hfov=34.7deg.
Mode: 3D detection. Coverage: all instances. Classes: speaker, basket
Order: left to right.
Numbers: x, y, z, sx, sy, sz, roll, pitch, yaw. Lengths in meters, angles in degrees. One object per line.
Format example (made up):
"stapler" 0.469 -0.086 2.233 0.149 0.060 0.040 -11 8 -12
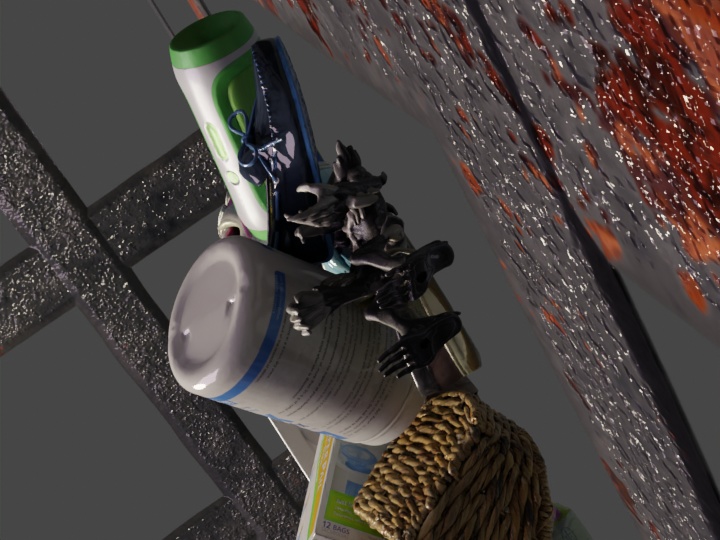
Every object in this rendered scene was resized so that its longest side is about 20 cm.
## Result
"speaker" -0.103 -0.130 1.059 0.089 0.087 0.202 49 164 58
"basket" 0.102 0.197 0.979 0.148 0.144 0.200 36 170 -8

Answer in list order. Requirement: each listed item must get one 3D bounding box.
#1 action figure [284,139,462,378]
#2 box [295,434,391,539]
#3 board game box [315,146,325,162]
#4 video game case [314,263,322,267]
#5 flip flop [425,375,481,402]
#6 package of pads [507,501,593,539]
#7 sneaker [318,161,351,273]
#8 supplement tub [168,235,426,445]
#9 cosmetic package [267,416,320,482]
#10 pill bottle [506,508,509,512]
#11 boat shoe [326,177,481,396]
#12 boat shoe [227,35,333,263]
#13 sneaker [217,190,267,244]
"action figure" -0.007 -0.014 0.813 0.200 0.100 0.121 -132 30 -56
"box" 0.009 0.210 1.149 0.111 0.202 0.102 19 140 -7
"board game box" -0.085 -0.133 1.228 0.135 0.044 0.200 59 176 -27
"video game case" 0.007 0.062 1.265 0.142 0.019 0.202 -28 98 48
"flip flop" 0.083 0.129 1.100 0.201 0.081 0.057 52 160 -28
"package of pads" 0.191 0.289 1.062 0.156 0.068 0.200 56 175 7
"sneaker" 0.000 0.000 1.054 0.202 0.073 0.082 58 180 -22
"supplement tub" -0.049 0.062 0.968 0.198 0.133 0.132 23 -164 -35
"cosmetic package" -0.001 0.157 1.394 0.201 0.199 0.123 55 178 10
"pill bottle" 0.095 0.286 1.215 0.112 0.199 0.111 51 178 3
"boat shoe" 0.020 0.007 0.922 0.202 0.065 0.072 56 179 16
"boat shoe" -0.068 -0.085 0.934 0.085 0.067 0.203 -99 -2 -63
"sneaker" -0.119 -0.061 1.243 0.082 0.088 0.200 57 176 -27
